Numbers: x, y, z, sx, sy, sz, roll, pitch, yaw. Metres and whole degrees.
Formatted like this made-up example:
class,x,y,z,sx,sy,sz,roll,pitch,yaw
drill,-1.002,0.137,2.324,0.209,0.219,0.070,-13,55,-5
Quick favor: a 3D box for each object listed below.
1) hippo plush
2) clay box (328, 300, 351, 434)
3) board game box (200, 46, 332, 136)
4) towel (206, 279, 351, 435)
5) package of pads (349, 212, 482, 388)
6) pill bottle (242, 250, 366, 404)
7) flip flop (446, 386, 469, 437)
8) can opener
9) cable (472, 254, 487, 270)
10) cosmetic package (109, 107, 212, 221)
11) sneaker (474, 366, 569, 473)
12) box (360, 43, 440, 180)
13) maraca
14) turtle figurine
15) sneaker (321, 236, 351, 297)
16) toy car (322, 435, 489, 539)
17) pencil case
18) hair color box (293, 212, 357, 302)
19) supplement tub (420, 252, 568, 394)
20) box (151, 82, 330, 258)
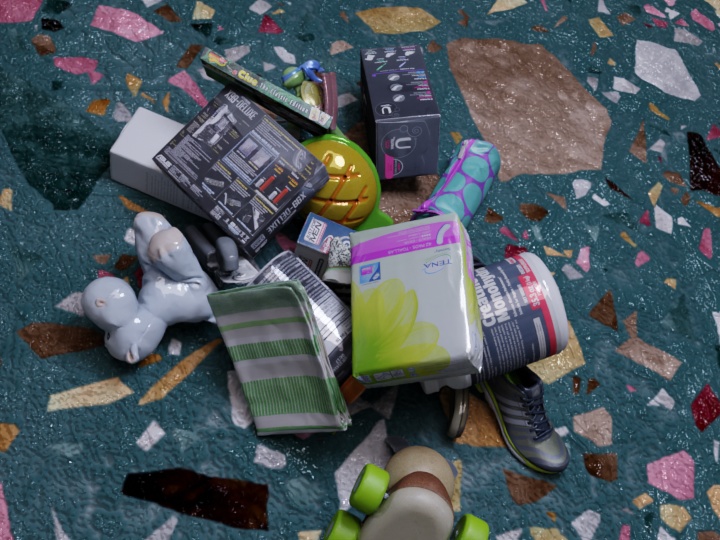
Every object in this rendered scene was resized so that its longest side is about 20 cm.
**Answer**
class,x,y,z,sx,sy,sz,roll,pitch,yaw
hippo plush,-0.281,0.040,1.130,0.160,0.159,0.201,-39,118,-15
clay box,-0.051,0.112,1.184,0.114,0.048,0.201,23,56,-2
board game box,-0.133,-0.249,1.216,0.199,0.105,0.024,29,90,-5
towel,-0.103,0.113,1.064,0.023,0.151,0.202,-40,115,-55
package of pads,0.068,0.036,1.039,0.153,0.068,0.202,-10,62,17
pill bottle,-0.059,0.079,1.104,0.200,0.106,0.106,45,57,5
flip flop,0.125,0.139,1.211,0.057,0.081,0.202,4,61,3
can opener,-0.192,-0.029,1.170,0.052,0.067,0.200,-9,22,-25
cable,0.174,0.004,1.263,0.199,0.163,0.051,33,88,-5
cosmetic package,-0.263,-0.154,1.278,0.198,0.074,0.102,23,55,1
sneaker,0.229,0.192,1.189,0.074,0.081,0.201,-30,81,-30
box,0.060,-0.258,1.379,0.105,0.123,0.201,-6,46,-4
maraca,-0.031,-0.108,1.255,0.136,0.201,0.107,-19,29,17
turtle figurine,-0.091,-0.206,1.346,0.200,0.144,0.194,-42,99,-4
sneaker,0.043,-0.016,1.155,0.198,0.077,0.090,0,75,-7
toy car,0.064,0.288,1.080,0.163,0.159,0.200,27,26,-2
pencil case,0.153,-0.125,1.371,0.093,0.084,0.201,58,48,-31
hair color box,0.000,0.000,1.239,0.198,0.100,0.061,22,56,-2
supplement tub,0.158,0.071,1.119,0.198,0.141,0.141,-19,63,-2
box,-0.166,-0.141,1.179,0.200,0.050,0.158,41,82,18
